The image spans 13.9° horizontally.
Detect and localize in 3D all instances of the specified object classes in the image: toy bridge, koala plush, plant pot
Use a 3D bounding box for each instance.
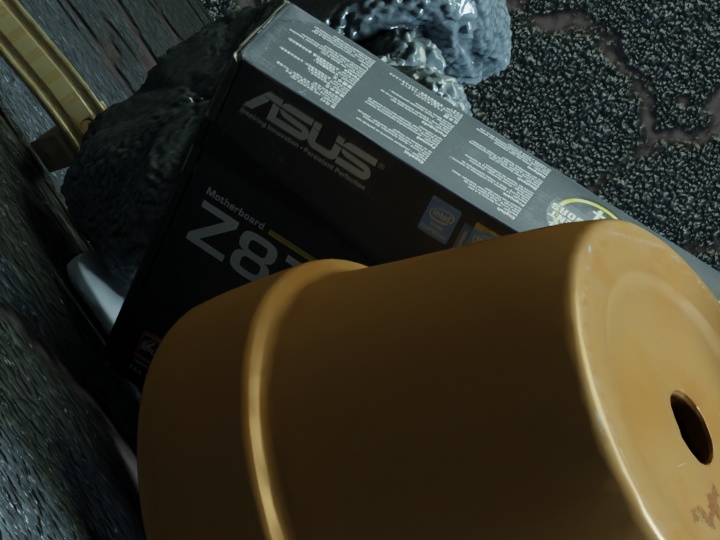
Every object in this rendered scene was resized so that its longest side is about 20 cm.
[{"bbox_3d":[-0.120,-0.057,1.243,0.200,0.027,0.067,56,-13,-8],"label":"toy bridge"},{"bbox_3d":[0.000,0.000,1.179,0.200,0.184,0.177,60,22,-27],"label":"koala plush"},{"bbox_3d":[0.047,0.073,0.911,0.200,0.140,0.200,43,33,-36],"label":"plant pot"}]

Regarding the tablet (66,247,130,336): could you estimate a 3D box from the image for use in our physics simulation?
[{"bbox_3d":[-0.052,0.074,1.193,0.200,0.014,0.130,56,3,-2],"label":"tablet"}]

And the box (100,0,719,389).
[{"bbox_3d":[0.022,0.022,1.040,0.200,0.161,0.049,33,40,6],"label":"box"}]
